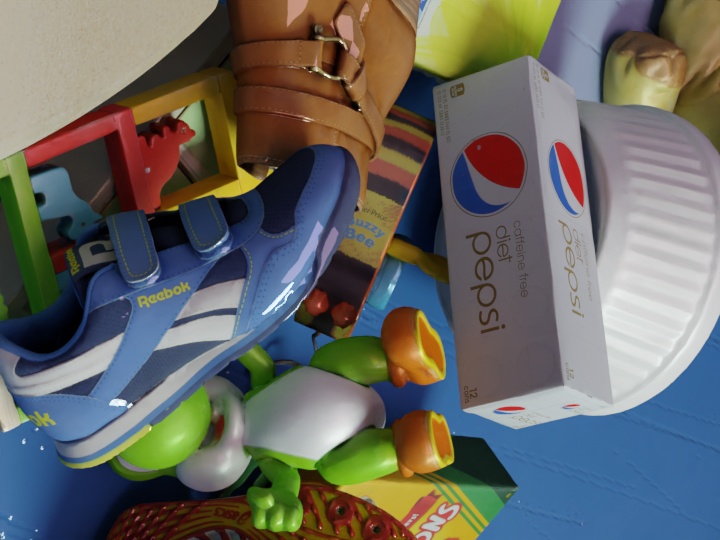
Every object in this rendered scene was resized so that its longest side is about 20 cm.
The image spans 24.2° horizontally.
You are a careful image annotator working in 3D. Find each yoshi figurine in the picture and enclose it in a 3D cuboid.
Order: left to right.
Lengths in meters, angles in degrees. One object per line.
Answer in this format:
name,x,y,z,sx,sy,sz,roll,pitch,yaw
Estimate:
yoshi figurine,-0.057,0.078,0.908,0.113,0.199,0.112,-74,149,-57

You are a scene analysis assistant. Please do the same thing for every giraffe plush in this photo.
giraffe plush,0.263,-0.087,1.172,0.200,0.162,0.173,-57,136,-11

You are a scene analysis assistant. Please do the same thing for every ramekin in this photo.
ramekin,0.131,-0.016,1.058,0.094,0.202,0.203,16,95,-36

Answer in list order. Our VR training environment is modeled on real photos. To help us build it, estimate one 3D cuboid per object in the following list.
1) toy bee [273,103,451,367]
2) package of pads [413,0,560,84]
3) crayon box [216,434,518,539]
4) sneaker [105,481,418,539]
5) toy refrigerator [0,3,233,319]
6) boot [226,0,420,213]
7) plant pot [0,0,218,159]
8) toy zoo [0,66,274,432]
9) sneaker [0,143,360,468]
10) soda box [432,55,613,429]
toy bee,0.000,0.000,0.976,0.130,0.109,0.201,2,92,0
package of pads,0.045,-0.198,0.981,0.200,0.068,0.155,19,94,-47
crayon box,-0.007,0.160,1.061,0.199,0.051,0.127,10,124,-45
sneaker,-0.049,0.162,0.962,0.077,0.199,0.073,43,52,-56
toy refrigerator,-0.119,-0.044,0.883,0.200,0.070,0.076,-53,135,-15
boot,-0.045,-0.125,0.818,0.200,0.074,0.155,24,73,-39
plant pot,-0.164,-0.173,0.709,0.177,0.199,0.201,-23,122,-51
toy zoo,-0.111,-0.019,0.839,0.199,0.020,0.132,-26,117,-31
sneaker,-0.086,0.004,0.777,0.200,0.074,0.082,-41,112,3
soda box,0.092,-0.016,0.964,0.064,0.068,0.201,23,57,-53
